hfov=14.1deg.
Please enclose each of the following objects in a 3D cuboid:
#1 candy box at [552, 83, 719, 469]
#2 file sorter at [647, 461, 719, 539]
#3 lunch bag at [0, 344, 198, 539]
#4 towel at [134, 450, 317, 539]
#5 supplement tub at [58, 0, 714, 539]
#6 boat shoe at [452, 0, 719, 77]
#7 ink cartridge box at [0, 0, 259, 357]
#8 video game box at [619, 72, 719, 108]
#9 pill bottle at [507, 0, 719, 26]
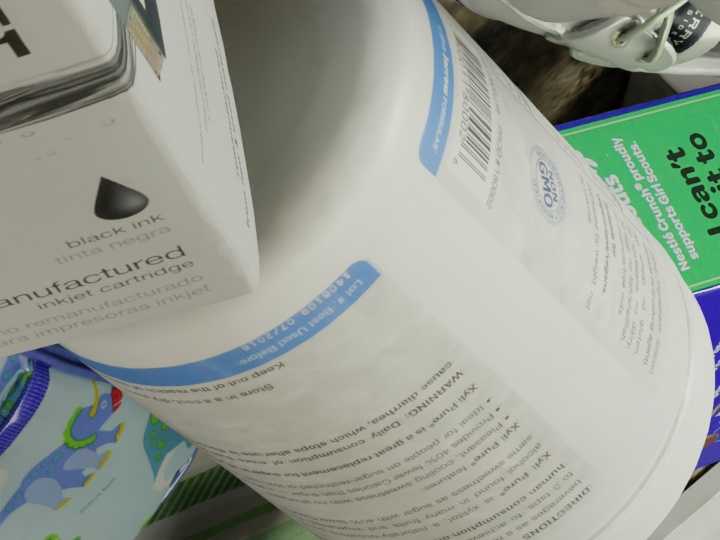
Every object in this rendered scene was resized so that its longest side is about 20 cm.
[{"bbox_3d":[0.116,0.007,1.001,0.200,0.077,0.169,-17,156,-31],"label":"candy box"},{"bbox_3d":[0.215,0.188,1.522,0.139,0.125,0.200,-38,157,-9],"label":"file sorter"},{"bbox_3d":[-0.148,0.077,0.811,0.200,0.082,0.161,-46,154,5],"label":"lunch bag"},{"bbox_3d":[-0.033,0.048,1.018,0.152,0.023,0.200,-21,151,-39],"label":"towel"},{"bbox_3d":[0.000,0.000,0.789,0.132,0.132,0.200,-44,139,2],"label":"supplement tub"},{"bbox_3d":[0.090,-0.097,0.905,0.200,0.067,0.074,-5,137,-55],"label":"boat shoe"},{"bbox_3d":[-0.115,-0.050,0.574,0.146,0.085,0.200,-14,157,7],"label":"ink cartridge box"},{"bbox_3d":[0.174,-0.058,1.133,0.200,0.047,0.182,-30,152,-26],"label":"video game box"},{"bbox_3d":[0.129,-0.120,0.760,0.199,0.115,0.114,-4,180,35],"label":"pill bottle"}]
